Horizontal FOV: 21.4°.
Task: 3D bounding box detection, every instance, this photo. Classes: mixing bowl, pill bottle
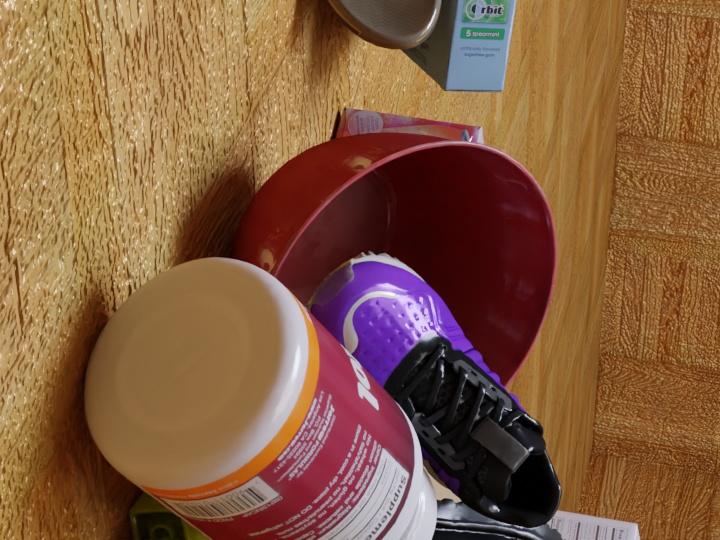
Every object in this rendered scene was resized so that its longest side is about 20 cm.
[{"bbox_3d":[0.000,0.000,1.076,0.199,0.108,0.201,-18,125,-27],"label":"mixing bowl"},{"bbox_3d":[-0.039,0.086,0.925,0.200,0.112,0.113,49,48,-53],"label":"pill bottle"}]

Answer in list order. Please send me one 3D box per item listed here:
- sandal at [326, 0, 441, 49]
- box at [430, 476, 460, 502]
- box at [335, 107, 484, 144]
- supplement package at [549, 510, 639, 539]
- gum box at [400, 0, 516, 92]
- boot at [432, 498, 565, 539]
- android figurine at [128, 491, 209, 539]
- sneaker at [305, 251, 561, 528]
[{"bbox_3d":[0.015,-0.234,1.146,0.054,0.080,0.201,108,-15,-83],"label":"sandal"},{"bbox_3d":[0.020,0.194,1.367,0.200,0.021,0.164,37,56,-40],"label":"box"},{"bbox_3d":[0.038,-0.020,1.349,0.200,0.102,0.095,76,25,-63],"label":"box"},{"bbox_3d":[0.203,0.354,2.127,0.152,0.199,0.151,63,36,-68],"label":"supplement package"},{"bbox_3d":[0.058,-0.235,1.218,0.170,0.044,0.201,-128,-139,-62],"label":"gum box"},{"bbox_3d":[0.038,0.215,1.086,0.079,0.210,0.159,-32,-130,45],"label":"boot"},{"bbox_3d":[-0.076,0.156,1.031,0.200,0.041,0.183,-48,131,-65],"label":"android figurine"},{"bbox_3d":[0.051,0.070,1.010,0.070,0.099,0.200,-45,129,-5],"label":"sneaker"}]
